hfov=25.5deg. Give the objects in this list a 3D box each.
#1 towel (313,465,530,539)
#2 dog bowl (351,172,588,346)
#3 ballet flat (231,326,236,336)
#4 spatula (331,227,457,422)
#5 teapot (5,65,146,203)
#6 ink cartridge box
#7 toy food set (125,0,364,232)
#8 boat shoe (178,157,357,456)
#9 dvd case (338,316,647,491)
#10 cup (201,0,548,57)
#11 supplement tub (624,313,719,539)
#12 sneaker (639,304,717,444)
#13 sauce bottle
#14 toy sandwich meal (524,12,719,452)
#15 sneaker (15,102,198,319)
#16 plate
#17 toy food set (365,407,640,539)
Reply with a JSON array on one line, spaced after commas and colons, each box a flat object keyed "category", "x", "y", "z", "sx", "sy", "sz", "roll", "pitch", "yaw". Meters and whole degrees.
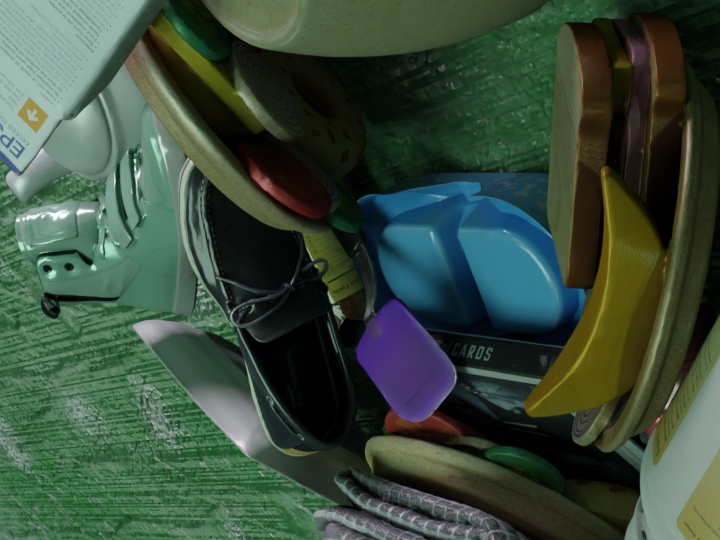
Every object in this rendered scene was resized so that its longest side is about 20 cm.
[{"category": "towel", "x": 0.072, "y": 0.189, "z": 0.930, "sx": 0.165, "sy": 0.086, "sz": 0.199, "roll": 28, "pitch": 168, "yaw": -31}, {"category": "dog bowl", "x": 0.073, "y": -0.005, "z": 0.928, "sx": 0.199, "sy": 0.049, "sz": 0.112, "roll": 4, "pitch": 122, "yaw": 52}, {"category": "ballet flat", "x": -0.062, "y": 0.012, "z": 1.114, "sx": 0.070, "sy": 0.066, "sz": 0.200, "roll": 2, "pitch": 155, "yaw": 8}, {"category": "spatula", "x": 0.000, "y": 0.000, "z": 0.937, "sx": 0.057, "sy": 0.020, "sz": 0.201, "roll": -55, "pitch": 47, "yaw": 37}, {"category": "teapot", "x": -0.165, "y": -0.132, "z": 1.048, "sx": 0.196, "sy": 0.146, "sz": 0.202, "roll": 21, "pitch": 135, "yaw": 43}, {"category": "ink cartridge box", "x": -0.178, "y": -0.178, "z": 0.756, "sx": 0.200, "sy": 0.041, "sz": 0.200, "roll": 45, "pitch": 128, "yaw": -2}, {"category": "toy food set", "x": -0.065, "y": -0.102, "z": 0.879, "sx": 0.200, "sy": 0.048, "sz": 0.199, "roll": 48, "pitch": -162, "yaw": -26}, {"category": "boat shoe", "x": -0.050, "y": 0.018, "z": 0.942, "sx": 0.062, "sy": 0.074, "sz": 0.202, "roll": 6, "pitch": 117, "yaw": 63}, {"category": "dvd case", "x": 0.095, "y": 0.081, "z": 0.940, "sx": 0.150, "sy": 0.025, "sz": 0.199, "roll": 39, "pitch": 160, "yaw": -33}, {"category": "cup", "x": -0.010, "y": -0.184, "z": 0.784, "sx": 0.200, "sy": 0.143, "sz": 0.202, "roll": 35, "pitch": 144, "yaw": 30}, {"category": "supplement tub", "x": 0.206, "y": 0.073, "z": 0.683, "sx": 0.144, "sy": 0.144, "sz": 0.201, "roll": 40, "pitch": 130, "yaw": 24}, {"category": "sneaker", "x": 0.206, "y": 0.103, "z": 0.826, "sx": 0.097, "sy": 0.071, "sz": 0.202, "roll": -5, "pitch": 112, "yaw": 48}, {"category": "sauce bottle", "x": -0.008, "y": 0.006, "z": 1.038, "sx": 0.066, "sy": 0.066, "sz": 0.201, "roll": -11, "pitch": 110, "yaw": 57}, {"category": "toy sandwich meal", "x": 0.113, "y": -0.017, "z": 0.743, "sx": 0.069, "sy": 0.207, "sz": 0.206, "roll": 10, "pitch": 140, "yaw": -1}, {"category": "sneaker", "x": -0.159, "y": -0.035, "z": 1.001, "sx": 0.201, "sy": 0.117, "sz": 0.074, "roll": 102, "pitch": 165, "yaw": -54}, {"category": "plate", "x": -0.044, "y": 0.106, "z": 1.100, "sx": 0.199, "sy": 0.032, "sz": 0.200, "roll": 32, "pitch": -176, "yaw": -38}, {"category": "toy food set", "x": 0.091, "y": 0.142, "z": 0.987, "sx": 0.197, "sy": 0.049, "sz": 0.200, "roll": 29, "pitch": 163, "yaw": -10}]
